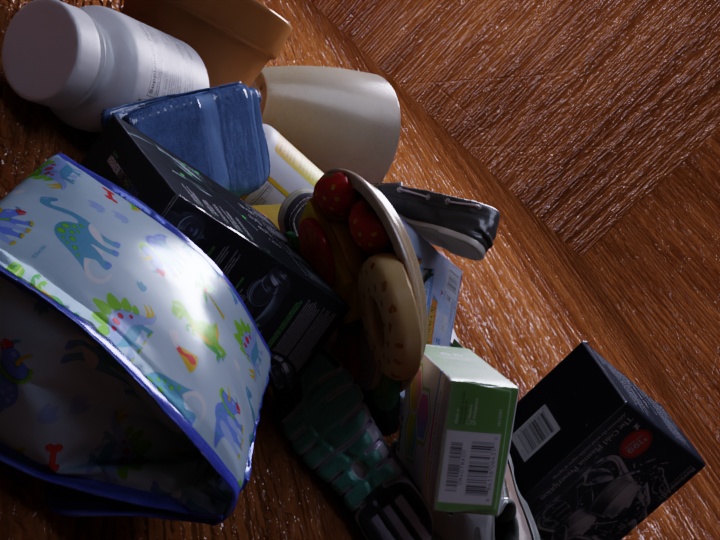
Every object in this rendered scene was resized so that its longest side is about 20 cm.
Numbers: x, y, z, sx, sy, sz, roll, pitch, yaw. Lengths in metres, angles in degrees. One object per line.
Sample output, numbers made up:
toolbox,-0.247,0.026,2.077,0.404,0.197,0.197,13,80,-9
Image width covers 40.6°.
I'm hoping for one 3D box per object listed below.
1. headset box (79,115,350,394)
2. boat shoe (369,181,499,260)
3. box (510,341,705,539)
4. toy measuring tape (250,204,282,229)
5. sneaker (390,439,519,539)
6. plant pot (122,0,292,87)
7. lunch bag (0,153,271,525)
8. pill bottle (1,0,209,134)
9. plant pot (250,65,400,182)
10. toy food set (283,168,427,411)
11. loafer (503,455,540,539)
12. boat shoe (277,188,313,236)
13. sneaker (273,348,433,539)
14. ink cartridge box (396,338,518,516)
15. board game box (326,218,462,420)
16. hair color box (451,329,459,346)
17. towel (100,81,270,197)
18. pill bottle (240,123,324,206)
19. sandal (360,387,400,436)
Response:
headset box,-0.133,-0.016,0.776,0.199,0.093,0.174,34,6,-40
boat shoe,0.070,-0.069,1.127,0.197,0.058,0.067,23,-20,28
box,0.249,0.215,1.093,0.181,0.200,0.105,33,18,-36
toy measuring tape,-0.073,-0.026,0.959,0.196,0.075,0.074,-4,38,-19
sneaker,0.100,0.221,0.896,0.074,0.089,0.201,24,26,-50
plant pot,-0.195,-0.260,1.113,0.197,0.142,0.200,27,5,-3
lunch bag,-0.146,0.047,0.581,0.198,0.128,0.171,31,22,-11
pill bottle,-0.240,-0.187,0.932,0.115,0.114,0.199,51,16,16
plant pot,-0.077,-0.205,1.342,0.197,0.189,0.189,12,35,-40
toy food set,-0.005,0.017,0.822,0.048,0.199,0.203,-17,69,-24
loafer,0.121,0.216,1.006,0.062,0.072,0.202,21,32,-41
boat shoe,0.000,0.000,0.943,0.201,0.072,0.065,50,-14,-28
sneaker,-0.008,0.157,0.836,0.202,0.074,0.088,58,0,15
ink cartridge box,0.073,0.125,0.847,0.058,0.106,0.200,7,7,-10
board game box,0.022,0.034,1.052,0.199,0.041,0.203,39,48,-29
hair color box,0.060,0.043,1.268,0.101,0.061,0.201,39,17,-26
towel,-0.162,-0.114,0.935,0.199,0.048,0.114,-29,115,-56
pill bottle,-0.099,-0.091,1.094,0.199,0.104,0.105,41,16,-23
sandal,0.025,0.074,0.919,0.075,0.044,0.203,52,-25,41
